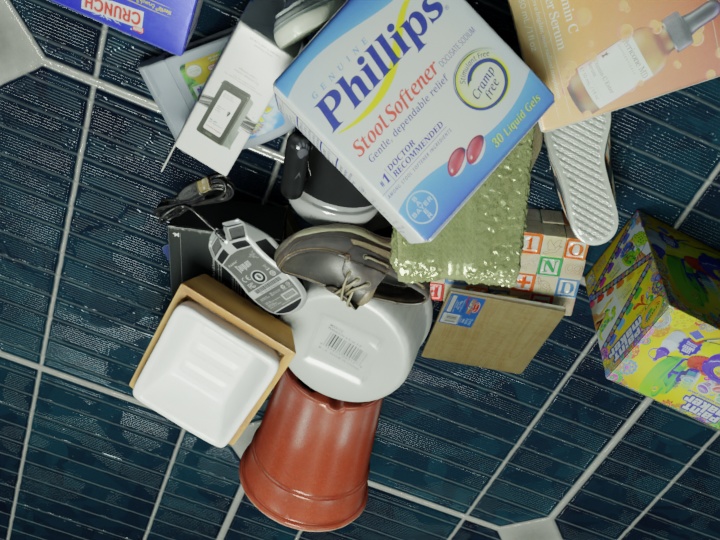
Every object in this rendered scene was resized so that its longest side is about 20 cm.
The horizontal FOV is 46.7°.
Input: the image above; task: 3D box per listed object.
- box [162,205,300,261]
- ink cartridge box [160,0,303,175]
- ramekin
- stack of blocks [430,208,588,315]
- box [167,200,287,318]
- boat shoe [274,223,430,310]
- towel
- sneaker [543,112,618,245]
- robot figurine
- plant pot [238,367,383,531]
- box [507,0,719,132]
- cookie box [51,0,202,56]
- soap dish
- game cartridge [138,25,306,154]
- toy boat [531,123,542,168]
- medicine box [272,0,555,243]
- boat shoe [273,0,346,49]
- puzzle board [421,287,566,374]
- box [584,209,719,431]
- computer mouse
[{"bbox_3d":[-0.162,-0.004,1.122,0.196,0.033,0.123,-15,122,18],"label":"box"},{"bbox_3d":[-0.134,-0.188,0.893,0.067,0.117,0.201,29,125,-15],"label":"ink cartridge box"},{"bbox_3d":[-0.012,0.071,1.061,0.195,0.098,0.204,9,127,12],"label":"ramekin"},{"bbox_3d":[0.178,-0.017,1.055,0.195,0.059,0.117,6,126,3],"label":"stack of blocks"},{"bbox_3d":[-0.168,0.016,1.067,0.137,0.080,0.204,5,126,-3],"label":"box"},{"bbox_3d":[0.000,0.000,0.942,0.195,0.075,0.075,4,144,-24],"label":"boat shoe"},{"bbox_3d":[0.105,-0.087,0.861,0.144,0.036,0.206,3,91,-1],"label":"towel"},{"bbox_3d":[0.251,-0.135,0.960,0.076,0.079,0.205,-7,100,12],"label":"sneaker"},{"bbox_3d":[-0.018,-0.142,0.931,0.146,0.126,0.203,5,129,-16],"label":"robot figurine"},{"bbox_3d":[-0.058,0.221,1.182,0.196,0.202,0.199,15,118,-4],"label":"plant pot"},{"bbox_3d":[0.256,-0.248,0.829,0.196,0.107,0.155,-16,105,17],"label":"box"},{"bbox_3d":[-0.229,-0.353,0.854,0.168,0.076,0.202,21,125,-9],"label":"cookie box"},{"bbox_3d":[-0.181,0.111,1.027,0.155,0.082,0.201,31,126,-7],"label":"soap dish"},{"bbox_3d":[-0.145,-0.210,0.972,0.196,0.041,0.135,-15,126,17],"label":"game cartridge"},{"bbox_3d":[0.110,-0.119,0.958,0.129,0.130,0.203,26,91,-44],"label":"toy boat"},{"bbox_3d":[0.046,-0.160,0.788,0.200,0.103,0.182,44,89,-4],"label":"medicine box"},{"bbox_3d":[-0.049,-0.278,0.813,0.069,0.202,0.072,-23,113,29],"label":"boat shoe"},{"bbox_3d":[0.170,0.081,1.108,0.147,0.018,0.201,10,150,-2],"label":"puzzle board"},{"bbox_3d":[0.395,0.064,1.004,0.196,0.195,0.123,24,125,-11],"label":"box"},{"bbox_3d":[-0.136,-0.028,0.961,0.108,0.044,0.200,-27,119,31],"label":"computer mouse"}]
